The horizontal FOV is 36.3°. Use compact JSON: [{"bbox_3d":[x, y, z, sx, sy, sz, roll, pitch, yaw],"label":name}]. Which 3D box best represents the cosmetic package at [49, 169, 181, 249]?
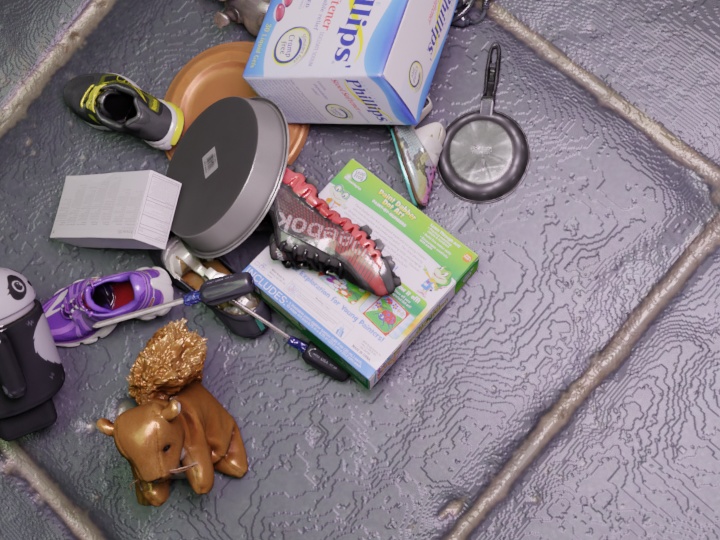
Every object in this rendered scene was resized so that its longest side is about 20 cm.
[{"bbox_3d":[-0.296,-0.070,1.318,0.199,0.050,0.083,3,75,47],"label":"cosmetic package"}]

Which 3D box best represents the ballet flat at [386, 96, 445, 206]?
[{"bbox_3d":[0.058,-0.175,1.307,0.071,0.069,0.202,-24,69,3],"label":"ballet flat"}]

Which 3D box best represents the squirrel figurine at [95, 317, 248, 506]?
[{"bbox_3d":[-0.225,0.160,1.231,0.140,0.187,0.202,-10,76,10],"label":"squirrel figurine"}]

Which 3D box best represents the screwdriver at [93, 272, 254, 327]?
[{"bbox_3d":[-0.213,0.041,1.241,0.198,0.028,0.029,-20,57,9],"label":"screwdriver"}]

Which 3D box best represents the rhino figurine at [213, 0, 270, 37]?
[{"bbox_3d":[-0.148,-0.337,1.382,0.199,0.087,0.060,37,127,18],"label":"rhino figurine"}]

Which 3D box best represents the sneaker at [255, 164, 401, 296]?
[{"bbox_3d":[-0.045,-0.027,1.220,0.098,0.071,0.200,-42,69,-16],"label":"sneaker"}]

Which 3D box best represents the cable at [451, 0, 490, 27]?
[{"bbox_3d":[0.094,-0.398,1.362,0.161,0.051,0.202,2,83,18],"label":"cable"}]

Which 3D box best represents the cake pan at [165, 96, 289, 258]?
[{"bbox_3d":[-0.161,-0.114,1.265,0.199,0.037,0.202,-23,55,38],"label":"cake pan"}]

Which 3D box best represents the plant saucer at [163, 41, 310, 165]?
[{"bbox_3d":[-0.161,-0.195,1.373,0.198,0.037,0.203,-3,77,11],"label":"plant saucer"}]

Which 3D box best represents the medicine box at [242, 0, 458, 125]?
[{"bbox_3d":[-0.009,-0.273,1.272,0.198,0.103,0.184,5,68,34],"label":"medicine box"}]

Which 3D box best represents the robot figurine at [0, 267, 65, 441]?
[{"bbox_3d":[-0.421,0.095,1.298,0.149,0.125,0.202,-3,112,32],"label":"robot figurine"}]

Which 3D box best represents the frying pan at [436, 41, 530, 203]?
[{"bbox_3d":[0.162,-0.171,1.305,0.114,0.031,0.191,28,88,16],"label":"frying pan"}]

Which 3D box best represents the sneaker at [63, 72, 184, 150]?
[{"bbox_3d":[-0.307,-0.212,1.367,0.199,0.084,0.075,20,89,32],"label":"sneaker"}]

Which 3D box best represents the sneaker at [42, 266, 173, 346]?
[{"bbox_3d":[-0.322,0.035,1.323,0.198,0.083,0.081,-20,76,24],"label":"sneaker"}]

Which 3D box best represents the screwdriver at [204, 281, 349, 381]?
[{"bbox_3d":[-0.098,0.071,1.271,0.199,0.028,0.029,30,116,-6],"label":"screwdriver"}]

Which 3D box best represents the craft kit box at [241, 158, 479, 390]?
[{"bbox_3d":[0.000,0.000,1.267,0.200,0.049,0.198,39,75,17],"label":"craft kit box"}]

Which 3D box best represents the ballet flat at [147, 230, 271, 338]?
[{"bbox_3d":[-0.185,0.002,1.318,0.200,0.073,0.073,40,88,17],"label":"ballet flat"}]
